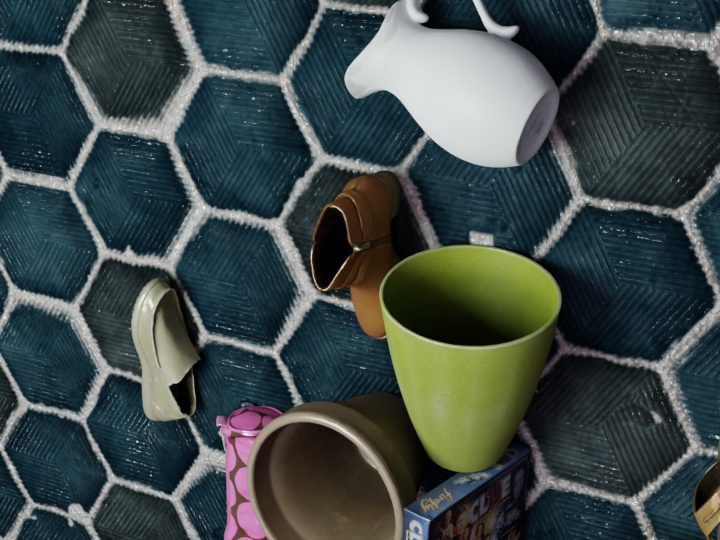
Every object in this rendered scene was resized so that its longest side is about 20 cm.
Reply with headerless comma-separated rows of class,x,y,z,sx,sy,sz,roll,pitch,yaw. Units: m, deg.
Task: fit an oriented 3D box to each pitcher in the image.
pitcher,0.104,-0.208,0.976,0.199,0.121,0.174,32,107,23

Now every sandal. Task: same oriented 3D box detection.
sandal,0.371,0.232,1.018,0.053,0.080,0.204,-3,101,6

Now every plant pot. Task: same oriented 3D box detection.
plant pot,0.114,0.107,1.050,0.184,0.188,0.203,11,124,20
plant pot,-0.005,0.223,1.121,0.197,0.174,0.204,9,111,25

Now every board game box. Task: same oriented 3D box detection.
board game box,0.116,0.286,1.079,0.034,0.199,0.138,17,115,37

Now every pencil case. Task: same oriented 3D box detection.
pencil case,-0.134,0.273,1.249,0.092,0.091,0.204,-3,107,-13

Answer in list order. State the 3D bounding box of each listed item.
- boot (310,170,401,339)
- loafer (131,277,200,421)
boot,0.000,0.000,1.060,0.076,0.155,0.203,13,112,18
loafer,-0.240,0.103,1.249,0.067,0.076,0.203,10,120,18
